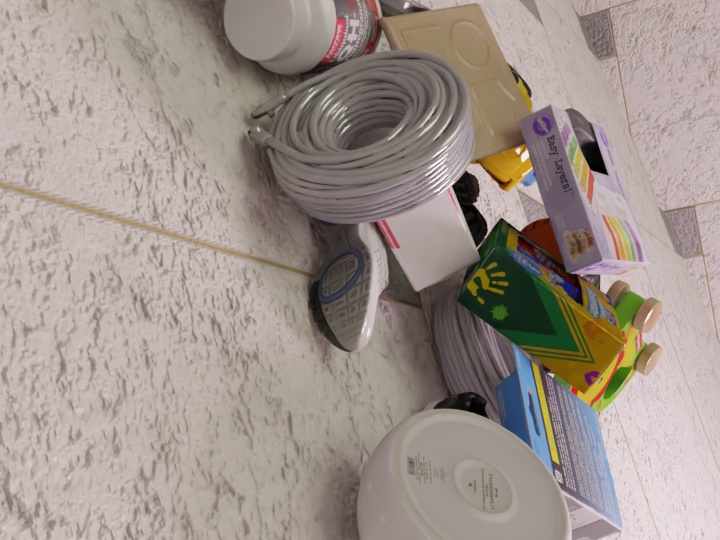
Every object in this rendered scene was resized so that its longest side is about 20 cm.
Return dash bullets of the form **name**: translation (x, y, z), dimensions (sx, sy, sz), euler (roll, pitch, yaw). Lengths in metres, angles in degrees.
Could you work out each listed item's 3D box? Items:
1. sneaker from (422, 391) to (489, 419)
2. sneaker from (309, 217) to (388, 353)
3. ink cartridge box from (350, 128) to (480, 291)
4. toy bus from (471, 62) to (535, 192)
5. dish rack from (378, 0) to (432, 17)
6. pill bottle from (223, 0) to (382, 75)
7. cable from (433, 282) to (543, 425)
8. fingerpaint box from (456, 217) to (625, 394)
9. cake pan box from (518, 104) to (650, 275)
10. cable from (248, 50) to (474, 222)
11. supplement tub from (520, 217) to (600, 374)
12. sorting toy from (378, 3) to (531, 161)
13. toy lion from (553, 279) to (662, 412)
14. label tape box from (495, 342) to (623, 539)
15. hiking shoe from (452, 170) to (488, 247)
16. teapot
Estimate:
- **sneaker**: translation (0.119, 0.212, 0.910), dimensions (0.066, 0.091, 0.202), euler (-2, 64, -29)
- **sneaker**: translation (0.000, 0.000, 0.910), dimensions (0.087, 0.074, 0.202), euler (47, 32, -40)
- **ink cartridge box**: translation (0.050, -0.103, 1.001), dimensions (0.146, 0.084, 0.201), euler (59, 10, -39)
- **toy bus**: translation (0.189, -0.199, 1.276), dimensions (0.191, 0.136, 0.201), euler (37, 13, -31)
- **dish rack**: translation (0.006, -0.344, 1.144), dimensions (0.170, 0.044, 0.200), euler (27, 18, 8)
- **pill bottle**: translation (-0.061, -0.266, 0.974), dimensions (0.112, 0.110, 0.200), euler (64, 27, -1)
- **cable**: translation (0.161, 0.107, 1.112), dimensions (0.201, 0.069, 0.201), euler (51, 29, -25)
- **fingerpaint box**: translation (0.200, 0.030, 1.016), dimensions (0.166, 0.074, 0.200), euler (36, 16, 2)
- **cake pan box**: translation (0.272, -0.094, 1.107), dimensions (0.183, 0.052, 0.203), euler (6, 65, -57)
- **cable**: translation (0.010, -0.127, 0.866), dimensions (0.200, 0.198, 0.070), euler (50, -12, 45)
- **supplement tub**: translation (0.257, 0.034, 1.213), dimensions (0.201, 0.121, 0.124), euler (75, 12, -47)
- **sorting toy**: translation (0.117, -0.219, 1.077), dimensions (0.199, 0.036, 0.187), euler (-21, 85, -44)
- **toy lion**: translation (0.315, 0.125, 1.198), dimensions (0.068, 0.192, 0.201), euler (33, -16, 33)
- **label tape box**: translation (0.193, 0.185, 0.957), dimensions (0.199, 0.063, 0.146), euler (37, 37, -41)
- **hiking shoe**: translation (0.107, -0.088, 1.187), dimensions (0.101, 0.075, 0.201), euler (42, 25, -23)
- **teapot**: translation (0.074, 0.232, 0.781), dimensions (0.199, 0.147, 0.197), euler (-16, 52, -46)
